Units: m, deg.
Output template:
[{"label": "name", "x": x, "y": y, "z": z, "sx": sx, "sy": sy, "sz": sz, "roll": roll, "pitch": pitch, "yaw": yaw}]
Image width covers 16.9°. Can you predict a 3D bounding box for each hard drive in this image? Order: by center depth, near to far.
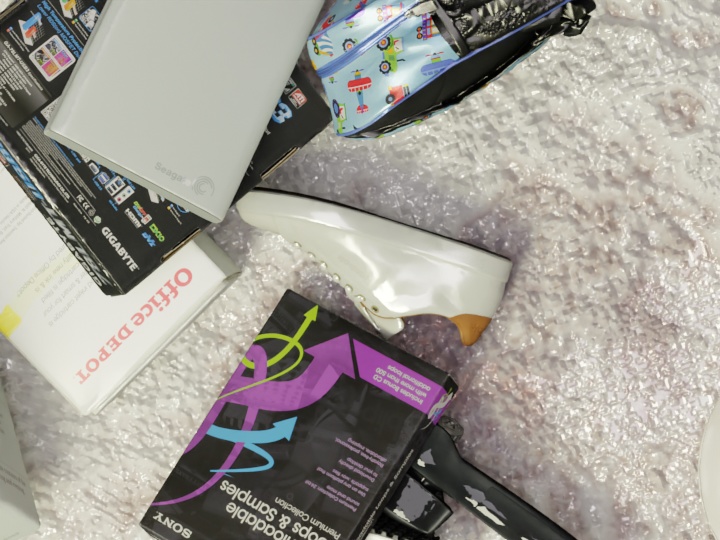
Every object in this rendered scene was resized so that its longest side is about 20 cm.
[{"label": "hard drive", "x": -0.109, "y": -0.151, "z": 1.618, "sx": 0.132, "sy": 0.026, "sz": 0.200, "roll": 28, "pitch": 77, "yaw": -17}]

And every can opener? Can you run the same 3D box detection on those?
[{"label": "can opener", "x": 0.092, "y": 0.167, "z": 1.703, "sx": 0.200, "sy": 0.063, "sz": 0.079, "roll": 31, "pitch": 99, "yaw": 7}]

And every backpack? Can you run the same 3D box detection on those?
[{"label": "backpack", "x": 0.047, "y": -0.180, "z": 1.626, "sx": 0.200, "sy": 0.183, "sz": 0.135, "roll": -33, "pitch": 98, "yaw": 13}]

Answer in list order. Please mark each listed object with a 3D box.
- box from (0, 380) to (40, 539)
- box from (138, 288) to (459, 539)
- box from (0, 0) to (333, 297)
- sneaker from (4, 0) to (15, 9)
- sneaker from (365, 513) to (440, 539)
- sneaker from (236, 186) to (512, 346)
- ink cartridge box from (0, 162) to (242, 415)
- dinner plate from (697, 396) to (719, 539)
[{"label": "box", "x": -0.362, "y": 0.117, "z": 1.669, "sx": 0.200, "sy": 0.199, "sz": 0.172, "roll": -23, "pitch": 66, "yaw": 9}, {"label": "box", "x": -0.043, "y": 0.129, "z": 1.682, "sx": 0.143, "sy": 0.036, "sz": 0.200, "roll": 27, "pitch": 79, "yaw": 24}, {"label": "box", "x": -0.151, "y": -0.119, "z": 1.638, "sx": 0.198, "sy": 0.050, "sz": 0.200, "roll": -42, "pitch": 102, "yaw": -18}, {"label": "sneaker", "x": -0.158, "y": -0.152, "z": 1.700, "sx": 0.200, "sy": 0.088, "sz": 0.076, "roll": 8, "pitch": 94, "yaw": 5}, {"label": "sneaker", "x": -0.035, "y": 0.213, "z": 1.725, "sx": 0.199, "sy": 0.070, "sz": 0.094, "roll": 10, "pitch": 98, "yaw": 11}, {"label": "sneaker", "x": 0.000, "y": 0.000, "z": 1.698, "sx": 0.200, "sy": 0.073, "sz": 0.085, "roll": 19, "pitch": 94, "yaw": 4}, {"label": "ink cartridge box", "x": -0.204, "y": -0.017, "z": 1.718, "sx": 0.145, "sy": 0.083, "sz": 0.200, "roll": -44, "pitch": 88, "yaw": 7}, {"label": "dinner plate", "x": 0.336, "y": 0.142, "z": 1.693, "sx": 0.200, "sy": 0.024, "sz": 0.201, "roll": 1, "pitch": 94, "yaw": 8}]
